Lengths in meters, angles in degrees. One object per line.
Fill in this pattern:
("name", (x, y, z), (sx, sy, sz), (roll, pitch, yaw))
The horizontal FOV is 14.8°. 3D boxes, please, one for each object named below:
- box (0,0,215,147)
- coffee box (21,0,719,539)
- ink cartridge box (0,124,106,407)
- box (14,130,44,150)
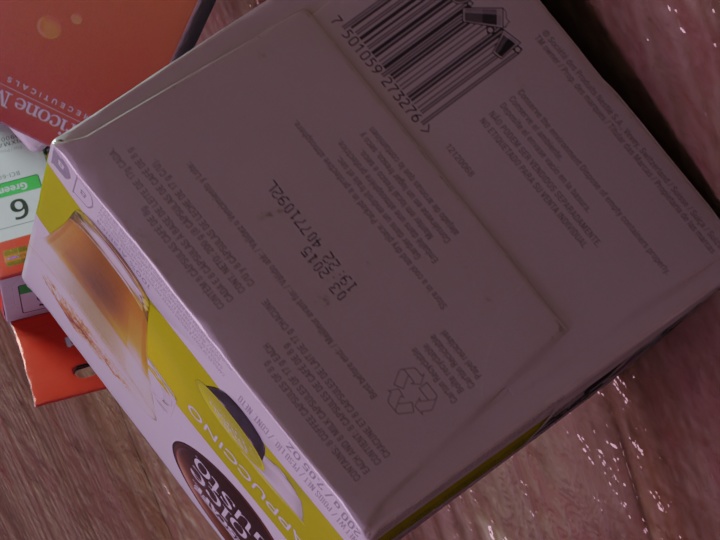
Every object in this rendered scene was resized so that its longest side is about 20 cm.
("box", (-0.122, -0.169, 1.188), (0.152, 0.106, 0.200), (25, 122, -3))
("coffee box", (0.000, 0.000, 1.160), (0.200, 0.200, 0.198), (52, 161, 7))
("ink cartridge box", (-0.174, -0.020, 1.683), (0.050, 0.109, 0.200), (89, 163, -53))
("box", (-0.174, -0.180, 1.356), (0.200, 0.106, 0.152), (49, -168, -9))
